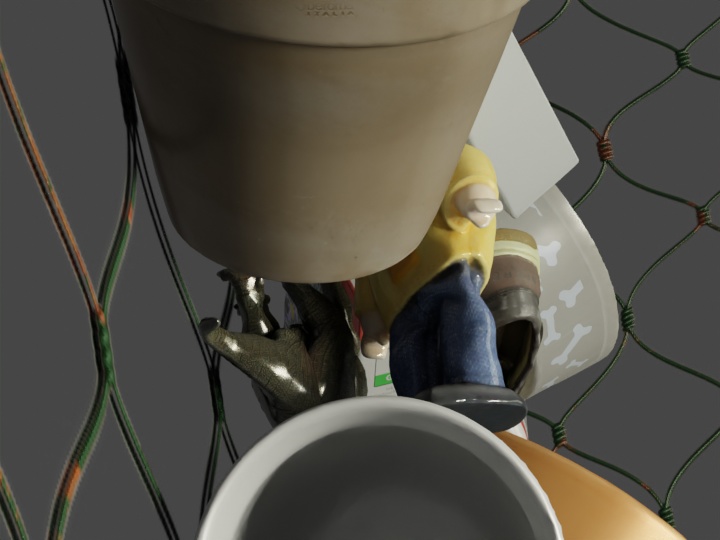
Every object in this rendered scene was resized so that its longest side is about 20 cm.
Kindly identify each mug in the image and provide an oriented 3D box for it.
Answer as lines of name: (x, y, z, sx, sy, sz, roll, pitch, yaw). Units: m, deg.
mug: (0.003, 0.155, 0.971, 0.175, 0.147, 0.201, 61, 50, -83)

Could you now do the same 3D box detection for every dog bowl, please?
dog bowl: (0.061, -0.008, 1.386, 0.200, 0.059, 0.200, 42, -22, 21)

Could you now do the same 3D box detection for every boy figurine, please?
boy figurine: (0.028, -0.013, 1.093, 0.124, 0.064, 0.201, -46, -133, 50)

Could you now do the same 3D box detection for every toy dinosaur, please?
toy dinosaur: (-0.025, 0.046, 1.126, 0.200, 0.077, 0.103, 74, -7, -78)

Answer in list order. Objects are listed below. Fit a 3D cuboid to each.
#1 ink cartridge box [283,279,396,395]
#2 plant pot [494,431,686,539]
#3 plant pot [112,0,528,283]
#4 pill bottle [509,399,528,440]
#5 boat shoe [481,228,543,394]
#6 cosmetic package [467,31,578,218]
ink cartridge box: (0.000, 0.000, 1.237, 0.201, 0.050, 0.109, 94, -23, -46)
plant pot: (0.066, 0.184, 1.137, 0.140, 0.199, 0.200, -55, 154, -20)
plant pot: (-0.020, -0.097, 0.992, 0.200, 0.199, 0.174, -92, -174, -58)
pill bottle: (0.065, 0.109, 1.724, 0.200, 0.115, 0.117, -77, 156, -76)
boat shoe: (0.053, 0.060, 1.299, 0.201, 0.073, 0.065, 104, -17, -49)
cosmetic package: (0.021, -0.134, 1.186, 0.151, 0.052, 0.200, 43, -8, 39)
